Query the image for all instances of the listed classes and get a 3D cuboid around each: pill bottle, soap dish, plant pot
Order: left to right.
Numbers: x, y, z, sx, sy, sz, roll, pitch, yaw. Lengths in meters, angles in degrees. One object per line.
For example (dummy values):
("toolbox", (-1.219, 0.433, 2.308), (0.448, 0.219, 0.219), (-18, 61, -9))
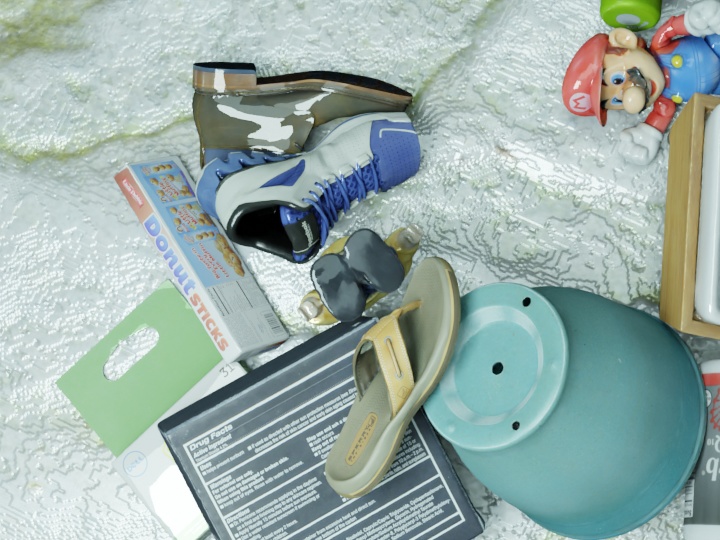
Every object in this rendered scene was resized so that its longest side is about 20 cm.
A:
("plant pot", (0.148, 0.100, 1.477), (0.199, 0.187, 0.202), (-14, 65, 32))
("soap dish", (0.327, -0.034, 1.544), (0.156, 0.081, 0.202), (10, 79, -27))
("pill bottle", (0.326, 0.179, 1.515), (0.115, 0.116, 0.202), (3, 80, 7))

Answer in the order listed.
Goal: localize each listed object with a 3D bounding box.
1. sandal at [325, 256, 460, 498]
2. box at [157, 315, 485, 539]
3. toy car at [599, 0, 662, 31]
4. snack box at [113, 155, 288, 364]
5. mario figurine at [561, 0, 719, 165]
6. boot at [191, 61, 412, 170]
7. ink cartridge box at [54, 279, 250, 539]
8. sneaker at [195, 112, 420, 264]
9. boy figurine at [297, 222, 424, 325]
("sandal", (0.018, 0.079, 1.428), (0.054, 0.080, 0.201), (28, 89, -30))
("box", (-0.035, 0.168, 1.521), (0.199, 0.123, 0.200), (-28, 96, -9))
("toy car", (0.322, -0.294, 1.595), (0.198, 0.158, 0.166), (10, 73, -3))
("snack box", (-0.141, -0.012, 1.628), (0.024, 0.072, 0.201), (-41, 75, 34))
("mario figurine", (0.273, -0.161, 1.588), (0.198, 0.106, 0.125), (-8, 86, 1))
("boot", (-0.055, -0.131, 1.654), (0.198, 0.075, 0.098), (6, 103, 1))
("ink cartridge box", (-0.162, 0.124, 1.619), (0.145, 0.048, 0.200), (-42, 80, -1))
("sneaker", (-0.036, -0.060, 1.585), (0.198, 0.081, 0.115), (-16, 37, -7))
("boy figurine", (0.000, 0.000, 1.542), (0.124, 0.200, 0.065), (-36, 93, 1))
